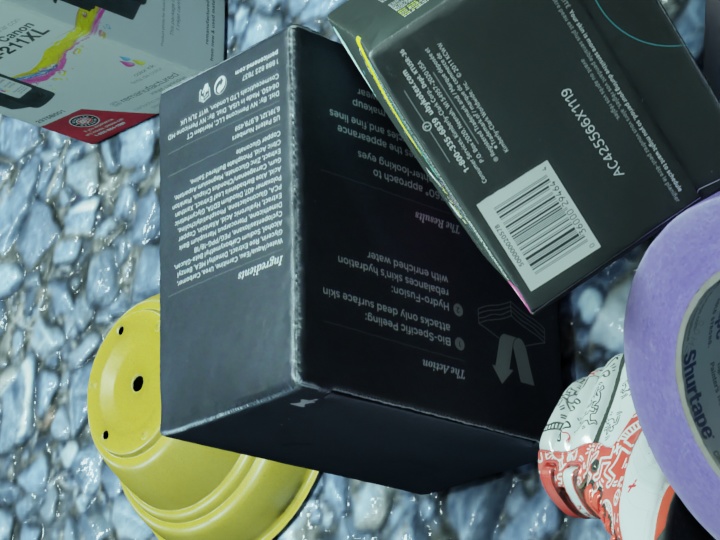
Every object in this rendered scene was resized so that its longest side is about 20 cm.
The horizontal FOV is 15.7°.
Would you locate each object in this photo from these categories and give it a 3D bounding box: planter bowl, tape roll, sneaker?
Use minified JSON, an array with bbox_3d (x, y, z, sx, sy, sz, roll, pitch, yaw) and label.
[{"bbox_3d":[-0.110,0.076,1.601,0.200,0.083,0.201,-19,64,44],"label":"planter bowl"},{"bbox_3d":[0.221,0.044,1.172,0.200,0.085,0.200,24,127,37],"label":"tape roll"},{"bbox_3d":[0.139,0.116,1.293,0.108,0.067,0.201,-31,33,37],"label":"sneaker"}]

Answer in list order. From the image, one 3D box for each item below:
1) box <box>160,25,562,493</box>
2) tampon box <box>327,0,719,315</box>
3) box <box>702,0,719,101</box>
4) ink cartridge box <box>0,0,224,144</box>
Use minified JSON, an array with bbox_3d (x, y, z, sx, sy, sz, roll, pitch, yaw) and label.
[{"bbox_3d":[0.000,0.000,1.406,0.117,0.197,0.200,-22,62,42],"label":"box"},{"bbox_3d":[0.081,-0.089,1.264,0.126,0.150,0.200,-33,11,0],"label":"tampon box"},{"bbox_3d":[0.234,-0.153,1.210,0.101,0.112,0.200,39,140,47],"label":"box"},{"bbox_3d":[-0.210,-0.164,1.705,0.146,0.200,0.083,-20,62,43],"label":"ink cartridge box"}]
